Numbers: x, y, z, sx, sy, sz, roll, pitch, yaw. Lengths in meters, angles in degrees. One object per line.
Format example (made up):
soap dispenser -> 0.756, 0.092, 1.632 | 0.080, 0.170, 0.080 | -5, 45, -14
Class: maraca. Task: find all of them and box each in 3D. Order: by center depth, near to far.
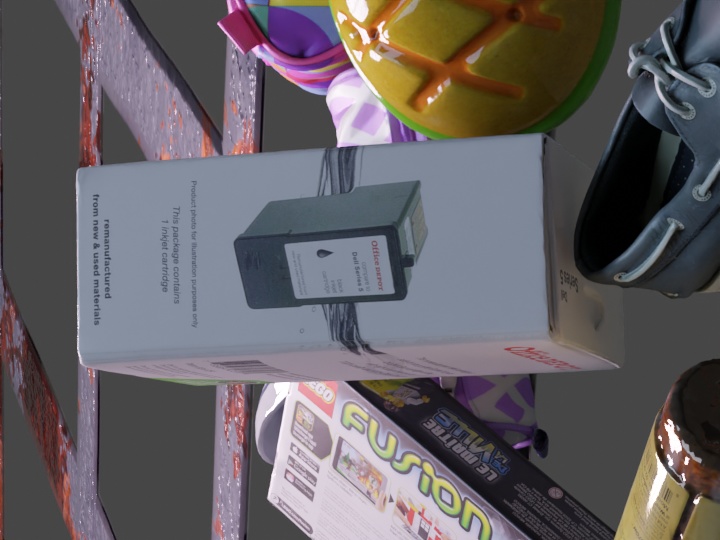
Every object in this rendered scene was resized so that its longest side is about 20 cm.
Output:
maraca -> 0.043, -0.151, 1.131 | 0.107, 0.136, 0.201 | -27, -71, -66

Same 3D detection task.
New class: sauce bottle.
sauce bottle -> 0.124, 0.120, 1.029 | 0.201, 0.066, 0.066 | 105, 155, -46

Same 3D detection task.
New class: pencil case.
pencil case -> 0.032, -0.003, 1.271 | 0.085, 0.083, 0.201 | 40, -141, -71
pencil case -> -0.023, -0.134, 1.330 | 0.200, 0.088, 0.089 | 8, -102, -85

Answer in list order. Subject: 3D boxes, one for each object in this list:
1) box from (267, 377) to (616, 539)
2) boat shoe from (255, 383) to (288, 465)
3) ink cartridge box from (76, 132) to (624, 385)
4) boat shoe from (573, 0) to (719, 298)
box -> 0.043, 0.119, 1.194 | 0.200, 0.035, 0.110 | 40, 139, 27
boat shoe -> -0.012, 0.033, 1.480 | 0.200, 0.073, 0.066 | 119, 149, -45
ink cartridge box -> 0.000, 0.000, 1.106 | 0.145, 0.199, 0.085 | 21, -113, -72
boat shoe -> 0.127, -0.060, 0.976 | 0.200, 0.061, 0.073 | 106, 154, -50
